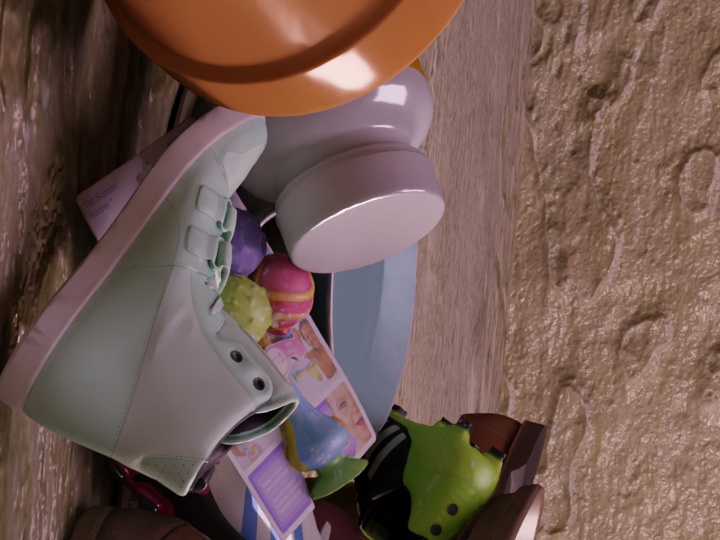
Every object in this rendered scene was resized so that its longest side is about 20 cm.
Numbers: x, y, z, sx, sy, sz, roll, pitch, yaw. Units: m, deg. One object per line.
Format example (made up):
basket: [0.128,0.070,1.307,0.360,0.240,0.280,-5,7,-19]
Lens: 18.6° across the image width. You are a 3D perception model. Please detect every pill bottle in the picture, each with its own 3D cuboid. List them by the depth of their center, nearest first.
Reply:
pill bottle: [-0.028,-0.106,1.131,0.113,0.112,0.201,70,1,-68]

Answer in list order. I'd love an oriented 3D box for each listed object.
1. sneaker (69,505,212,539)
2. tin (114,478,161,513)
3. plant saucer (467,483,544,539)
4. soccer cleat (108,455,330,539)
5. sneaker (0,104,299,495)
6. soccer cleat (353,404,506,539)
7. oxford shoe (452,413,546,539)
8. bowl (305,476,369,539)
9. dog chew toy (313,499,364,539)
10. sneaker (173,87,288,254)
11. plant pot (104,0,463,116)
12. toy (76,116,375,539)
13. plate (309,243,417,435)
sneaker: [-0.121,0.211,1.079,0.071,0.075,0.202,76,21,-63]
tin: [-0.111,0.155,1.226,0.112,0.041,0.202,59,38,-80]
plant saucer: [0.064,0.218,1.287,0.200,0.029,0.202,18,90,-78]
soccer cleat: [-0.078,0.097,1.157,0.201,0.069,0.087,63,38,-29]
sneaker: [-0.069,0.016,1.020,0.201,0.118,0.074,-57,180,-33]
soccer cleat: [0.020,0.128,1.332,0.081,0.067,0.200,-53,-166,-13]
oxford shoe: [0.059,0.156,1.401,0.200,0.071,0.072,-54,157,-57]
bowl: [0.014,0.210,1.455,0.107,0.200,0.201,-31,145,-18]
dog chew toy: [-0.037,0.216,1.266,0.125,0.123,0.201,85,5,-45]
sneaker: [-0.066,-0.032,1.226,0.067,0.089,0.201,81,17,-52]
plant pot: [-0.054,-0.184,0.978,0.140,0.198,0.202,28,67,-62]
toy: [-0.052,0.022,1.116,0.201,0.047,0.115,62,34,-10]
plate: [0.000,0.000,1.276,0.200,0.025,0.202,4,90,-76]
